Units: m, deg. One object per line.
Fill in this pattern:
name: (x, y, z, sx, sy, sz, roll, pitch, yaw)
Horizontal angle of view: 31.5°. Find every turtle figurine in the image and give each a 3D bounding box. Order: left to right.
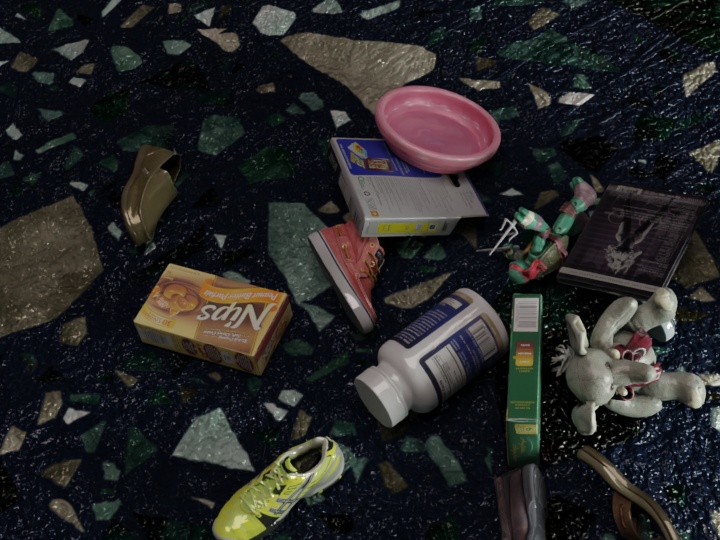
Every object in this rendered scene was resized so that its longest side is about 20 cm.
turtle figurine: (0.253, -0.041, 1.814, 0.200, 0.150, 0.101, -38, 81, -25)

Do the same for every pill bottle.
pill bottle: (0.093, 0.121, 1.719, 0.200, 0.111, 0.111, -35, 55, -18)

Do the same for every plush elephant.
plush elephant: (0.328, 0.125, 1.640, 0.199, 0.166, 0.155, -9, 9, 21)

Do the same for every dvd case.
dvd case: (0.381, -0.042, 1.781, 0.148, 0.016, 0.200, 13, 52, 31)

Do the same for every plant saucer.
plant saucer: (0.117, -0.214, 1.983, 0.199, 0.051, 0.201, 9, 39, -8)

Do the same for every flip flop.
flip flop: (0.330, 0.295, 1.571, 0.058, 0.081, 0.200, -43, 55, -3)

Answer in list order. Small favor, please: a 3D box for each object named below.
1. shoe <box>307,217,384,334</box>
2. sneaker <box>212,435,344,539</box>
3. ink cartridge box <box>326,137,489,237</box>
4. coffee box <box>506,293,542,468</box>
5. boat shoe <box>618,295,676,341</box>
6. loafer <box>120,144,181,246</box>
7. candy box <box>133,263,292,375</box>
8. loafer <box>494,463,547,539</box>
shoe: (0.000, 0.000, 1.854, 0.091, 0.072, 0.200, -25, 49, -7)
sneaker: (-0.112, 0.278, 1.651, 0.200, 0.077, 0.075, -37, 57, -18)
ink cartridge box: (0.068, -0.128, 1.935, 0.199, 0.047, 0.198, 1, 41, -21)
coffee box: (0.216, 0.144, 1.675, 0.044, 0.123, 0.201, 1, 54, 8)
boat shoe: (0.400, 0.007, 1.782, 0.091, 0.071, 0.201, -28, 51, -8)
loafer: (-0.327, -0.125, 2.003, 0.067, 0.076, 0.201, -7, 51, 12)
candy box: (-0.212, 0.069, 1.845, 0.199, 0.055, 0.116, 15, 56, 19)
loafer: (0.196, 0.333, 1.574, 0.063, 0.072, 0.201, -15, 42, 22)
